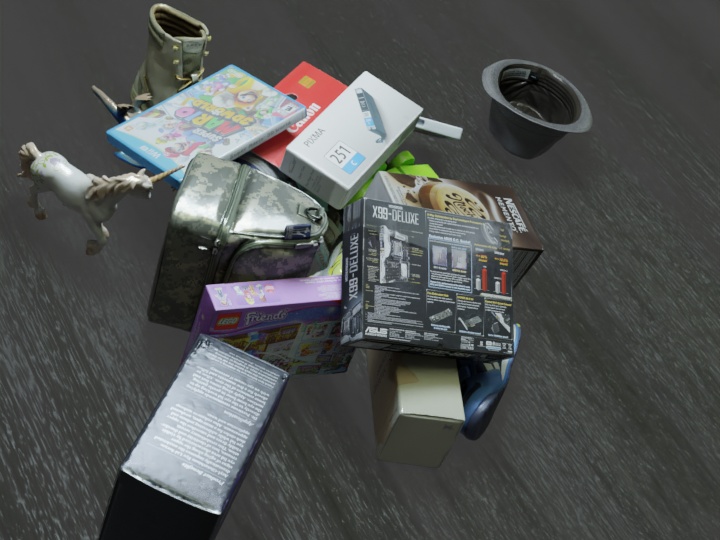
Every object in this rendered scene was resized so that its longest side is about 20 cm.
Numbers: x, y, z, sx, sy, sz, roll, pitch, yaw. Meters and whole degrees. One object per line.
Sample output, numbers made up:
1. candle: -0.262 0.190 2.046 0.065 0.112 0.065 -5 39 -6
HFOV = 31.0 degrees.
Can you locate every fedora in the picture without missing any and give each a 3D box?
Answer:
1. fedora: 0.250 -0.230 1.933 0.177 0.090 0.200 15 36 -12

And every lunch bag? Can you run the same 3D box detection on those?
1. lunch bag: -0.137 -0.016 1.461 0.167 0.200 0.139 16 43 -6

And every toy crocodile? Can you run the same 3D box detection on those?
1. toy crocodile: 0.043 -0.107 1.678 0.068 0.062 0.200 49 30 13

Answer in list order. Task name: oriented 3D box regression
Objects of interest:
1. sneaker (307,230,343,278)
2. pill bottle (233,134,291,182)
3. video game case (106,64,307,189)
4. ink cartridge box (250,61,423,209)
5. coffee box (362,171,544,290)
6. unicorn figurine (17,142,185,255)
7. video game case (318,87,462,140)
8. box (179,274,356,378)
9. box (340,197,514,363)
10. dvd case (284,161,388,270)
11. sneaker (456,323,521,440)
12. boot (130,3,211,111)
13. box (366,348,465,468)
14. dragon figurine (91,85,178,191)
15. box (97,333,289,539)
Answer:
1. sneaker: 0.000 0.000 1.580 0.075 0.076 0.200 57 42 -23
2. pill bottle: -0.129 -0.112 1.628 0.112 0.112 0.200 32 42 9
3. video game case: -0.185 -0.177 1.567 0.200 0.018 0.143 -35 51 -30
4. ink cartridge box: -0.044 -0.186 1.617 0.176 0.045 0.200 33 47 8
5. coffee box: 0.107 -0.047 1.574 0.200 0.080 0.113 4 46 -32
6. unicorn figurine: -0.314 -0.087 1.495 0.200 0.137 0.074 20 52 1
7. video game case: 0.030 -0.213 1.772 0.200 0.018 0.143 15 4 -9
8. box: -0.089 0.067 1.444 0.200 0.137 0.039 -4 49 -28
9. box: 0.076 0.014 1.437 0.200 0.050 0.158 8 74 -28
10. dvd case: -0.017 -0.093 1.660 0.200 0.022 0.146 -47 117 -46
11. sneaker: 0.133 0.124 1.537 0.082 0.074 0.200 22 35 2
12. boot: -0.219 -0.234 1.679 0.072 0.155 0.200 -24 59 -39
13. box: 0.060 0.118 1.492 0.078 0.095 0.200 9 43 -15
14. dragon figurine: -0.275 -0.167 1.653 0.200 0.100 0.059 20 33 18
15. box: -0.165 0.189 1.279 0.104 0.148 0.200 25 43 0
